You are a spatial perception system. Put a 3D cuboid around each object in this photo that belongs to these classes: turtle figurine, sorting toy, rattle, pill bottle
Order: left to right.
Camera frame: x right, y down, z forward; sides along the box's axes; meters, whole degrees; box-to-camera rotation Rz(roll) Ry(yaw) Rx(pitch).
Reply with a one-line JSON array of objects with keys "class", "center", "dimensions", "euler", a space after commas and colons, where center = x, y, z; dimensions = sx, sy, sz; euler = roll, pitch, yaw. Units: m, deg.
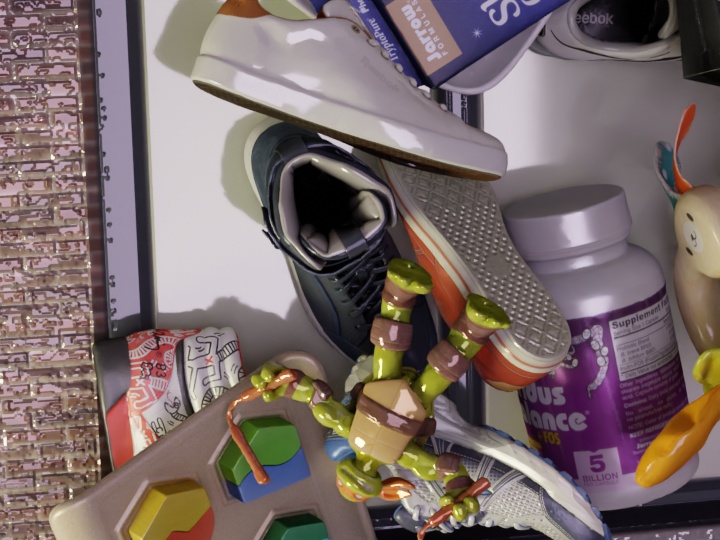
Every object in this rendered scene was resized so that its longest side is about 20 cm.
[{"class": "sorting toy", "center": [-0.084, 0.172, 1.272], "dimensions": [0.200, 0.036, 0.185], "euler": [-32, 126, -23]}, {"class": "turtle figurine", "center": [0.030, 0.085, 1.208], "dimensions": [0.200, 0.064, 0.161], "euler": [30, 105, 14]}, {"class": "pill bottle", "center": [0.153, 0.049, 1.314], "dimensions": [0.112, 0.112, 0.200], "euler": [-15, 102, -9]}, {"class": "rattle", "center": [0.191, 0.014, 1.245], "dimensions": [0.143, 0.130, 0.200], "euler": [-25, 93, -1]}]

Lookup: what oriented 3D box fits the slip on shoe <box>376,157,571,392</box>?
[{"class": "slip on shoe", "center": [0.063, -0.008, 1.268], "dimensions": [0.074, 0.061, 0.200], "euler": [-11, 60, -35]}]

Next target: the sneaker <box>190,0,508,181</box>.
[{"class": "sneaker", "center": [0.005, -0.116, 1.191], "dimensions": [0.200, 0.073, 0.085], "euler": [21, 84, -11]}]

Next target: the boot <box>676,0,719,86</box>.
[{"class": "boot", "center": [0.266, -0.213, 1.268], "dimensions": [0.165, 0.066, 0.200], "euler": [-2, 75, -26]}]

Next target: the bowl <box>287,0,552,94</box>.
[{"class": "bowl", "center": [0.041, -0.231, 1.262], "dimensions": [0.200, 0.075, 0.200], "euler": [30, 92, -15]}]

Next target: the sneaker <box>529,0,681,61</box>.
[{"class": "sneaker", "center": [0.212, -0.169, 1.303], "dimensions": [0.200, 0.089, 0.074], "euler": [-12, 100, -11]}]

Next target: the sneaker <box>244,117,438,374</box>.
[{"class": "sneaker", "center": [-0.002, 0.000, 1.258], "dimensions": [0.077, 0.146, 0.202], "euler": [-34, 106, -6]}]

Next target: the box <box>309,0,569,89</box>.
[{"class": "box", "center": [0.067, -0.198, 1.221], "dimensions": [0.200, 0.032, 0.121], "euler": [-34, 106, -3]}]

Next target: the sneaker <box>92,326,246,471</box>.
[{"class": "sneaker", "center": [-0.107, 0.135, 1.298], "dimensions": [0.108, 0.067, 0.201], "euler": [-9, 99, -8]}]

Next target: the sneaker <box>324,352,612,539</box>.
[{"class": "sneaker", "center": [0.065, 0.138, 1.266], "dimensions": [0.200, 0.077, 0.085], "euler": [31, 83, 13]}]
